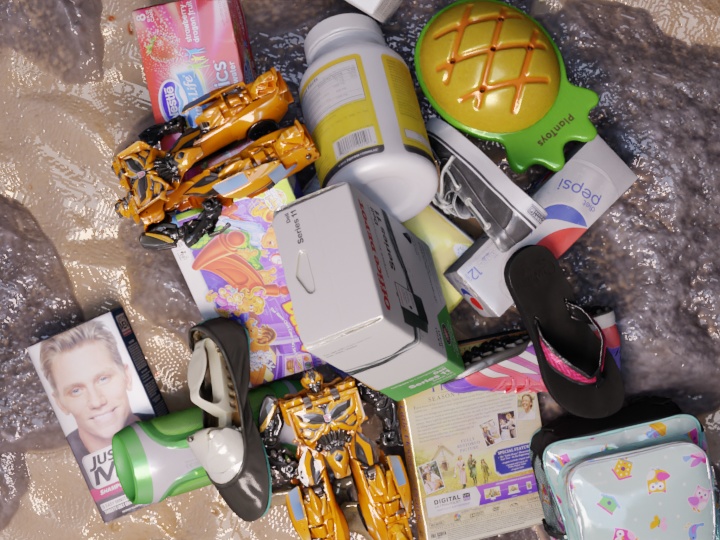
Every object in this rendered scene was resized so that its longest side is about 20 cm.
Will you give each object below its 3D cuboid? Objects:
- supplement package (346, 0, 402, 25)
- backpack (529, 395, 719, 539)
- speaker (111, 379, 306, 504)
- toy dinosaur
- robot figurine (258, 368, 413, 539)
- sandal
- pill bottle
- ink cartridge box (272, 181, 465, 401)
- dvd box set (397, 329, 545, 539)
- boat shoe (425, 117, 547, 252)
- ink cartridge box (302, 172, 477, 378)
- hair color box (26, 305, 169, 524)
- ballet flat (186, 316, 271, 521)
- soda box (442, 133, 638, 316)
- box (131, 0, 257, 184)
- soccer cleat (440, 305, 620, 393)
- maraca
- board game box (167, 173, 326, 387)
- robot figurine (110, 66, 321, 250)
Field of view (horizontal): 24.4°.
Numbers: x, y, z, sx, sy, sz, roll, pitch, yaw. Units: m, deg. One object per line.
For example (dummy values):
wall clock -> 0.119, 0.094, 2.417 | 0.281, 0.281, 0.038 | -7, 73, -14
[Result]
supplement package -> -0.023, -0.348, 1.586 | 0.191, 0.200, 0.147 | 32, 97, 1
backpack -> 0.271, 0.244, 1.641 | 0.176, 0.153, 0.200 | -13, 103, -4
speaker -> -0.143, 0.170, 1.663 | 0.200, 0.088, 0.089 | -15, 94, -22
toy dinosaur -> -0.022, 0.244, 1.718 | 0.200, 0.058, 0.101 | 23, 119, -12
robot figurine -> -0.019, 0.193, 1.621 | 0.145, 0.058, 0.200 | -18, 99, -9
sandal -> 0.200, 0.066, 1.601 | 0.075, 0.045, 0.200 | -38, 113, -18
pill bottle -> 0.002, -0.148, 1.611 | 0.112, 0.112, 0.200 | -17, 57, 6
ink cartridge box -> 0.009, 0.022, 1.549 | 0.083, 0.200, 0.147 | -23, 65, 18
dvd box set -> 0.114, 0.170, 1.681 | 0.146, 0.029, 0.200 | -12, 95, -18
boat shoe -> 0.104, -0.081, 1.616 | 0.068, 0.074, 0.199 | -46, 46, 4
ink cartridge box -> 0.000, 0.000, 1.694 | 0.198, 0.047, 0.200 | 39, 94, -1
hair color box -> -0.256, 0.149, 1.719 | 0.100, 0.061, 0.200 | -24, 92, 6
ballet flat -> -0.135, 0.141, 1.585 | 0.068, 0.068, 0.200 | -26, 67, 37
soda box -> 0.177, -0.043, 1.639 | 0.200, 0.068, 0.063 | -44, 94, -8
box -> -0.154, -0.171, 1.664 | 0.100, 0.095, 0.200 | -11, 94, 6
soccer cleat -> 0.172, 0.095, 1.650 | 0.200, 0.068, 0.073 | -18, 96, -22
maraca -> 0.142, -0.183, 1.627 | 0.137, 0.107, 0.200 | -43, 78, -7
board game box -> -0.096, 0.008, 1.638 | 0.134, 0.045, 0.200 | -18, 113, 10
robot figurine -> -0.147, -0.106, 1.570 | 0.200, 0.058, 0.145 | -27, 59, 3
